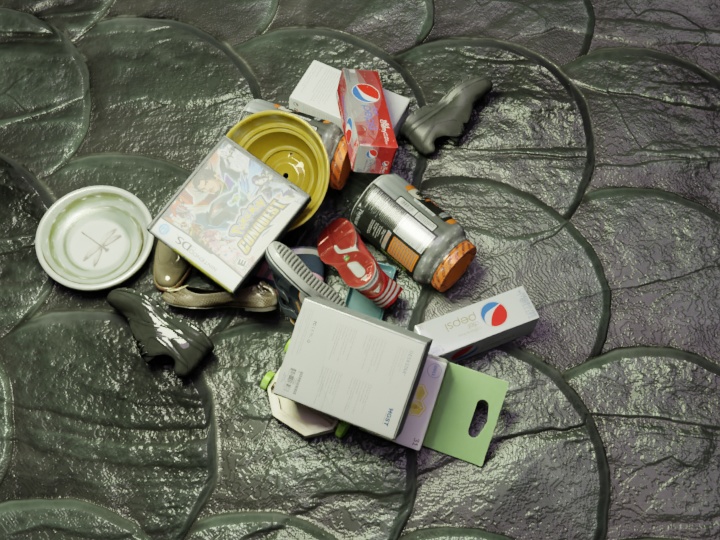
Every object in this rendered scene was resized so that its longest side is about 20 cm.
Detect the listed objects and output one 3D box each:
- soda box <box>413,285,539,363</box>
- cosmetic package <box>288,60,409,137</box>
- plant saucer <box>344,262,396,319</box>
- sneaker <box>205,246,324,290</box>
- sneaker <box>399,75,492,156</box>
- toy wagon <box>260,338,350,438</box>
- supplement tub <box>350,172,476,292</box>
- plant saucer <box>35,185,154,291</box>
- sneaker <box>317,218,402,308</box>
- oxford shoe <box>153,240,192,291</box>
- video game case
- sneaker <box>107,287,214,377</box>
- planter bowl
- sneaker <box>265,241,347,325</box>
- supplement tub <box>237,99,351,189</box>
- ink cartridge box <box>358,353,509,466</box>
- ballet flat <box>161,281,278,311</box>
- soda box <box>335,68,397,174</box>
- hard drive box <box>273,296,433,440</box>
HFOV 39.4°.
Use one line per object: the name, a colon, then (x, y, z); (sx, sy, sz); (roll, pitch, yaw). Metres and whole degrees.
soda box: (0.187, 0.097, 1.643); (0.199, 0.068, 0.064); (-19, 66, -11)
cosmetic package: (-0.021, -0.295, 1.835); (0.199, 0.074, 0.102); (26, 65, 9)
plant saucer: (0.003, 0.075, 1.679); (0.070, 0.019, 0.201); (14, 63, 6)
sneaker: (-0.157, 0.014, 1.677); (0.199, 0.070, 0.082); (-10, 62, -4)
sneaker: (0.169, -0.279, 1.839); (0.200, 0.076, 0.091); (-36, 79, -10)
toy wagon: (-0.057, 0.166, 1.606); (0.155, 0.040, 0.200); (30, 74, 13)
supplement tub: (0.091, -0.062, 1.692); (0.200, 0.123, 0.122); (41, 69, 17)
plant saucer: (-0.449, -0.048, 1.713); (0.199, 0.050, 0.201); (1, 63, -2)
sneaker: (0.000, 0.000, 1.676); (0.078, 0.116, 0.200); (-37, 37, 8)
oxford shoe: (-0.314, -0.063, 1.709); (0.070, 0.075, 0.201); (7, 63, 3)
video game case: (-0.208, -0.089, 1.596); (0.180, 0.026, 0.200); (35, 78, 12)
sneaker: (-0.337, 0.099, 1.624); (0.199, 0.076, 0.091); (30, 76, 18)
planter bowl: (-0.136, -0.160, 1.666); (0.199, 0.083, 0.202); (0, 91, 14)
sneaker: (-0.102, 0.037, 1.603); (0.079, 0.200, 0.079); (-35, 40, 12)
supplement tub: (-0.114, -0.217, 1.765); (0.199, 0.123, 0.123); (19, 64, 7)
ink cartridge box: (0.114, 0.210, 1.562); (0.199, 0.048, 0.146); (19, 94, 11)
ballet flat: (-0.231, 0.038, 1.648); (0.199, 0.067, 0.047); (3, 103, 14)
soda box: (0.009, -0.256, 1.712); (0.070, 0.064, 0.201); (2, 49, -15)
hard drive box: (-0.010, 0.145, 1.522); (0.199, 0.077, 0.157); (20, 94, 11)
